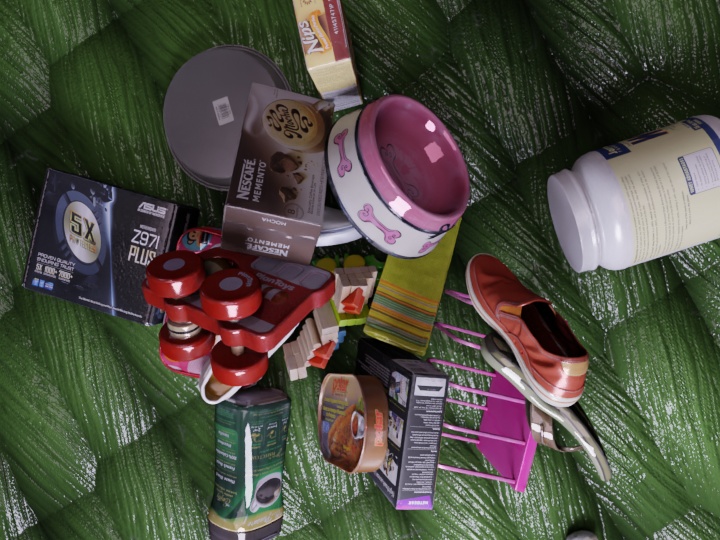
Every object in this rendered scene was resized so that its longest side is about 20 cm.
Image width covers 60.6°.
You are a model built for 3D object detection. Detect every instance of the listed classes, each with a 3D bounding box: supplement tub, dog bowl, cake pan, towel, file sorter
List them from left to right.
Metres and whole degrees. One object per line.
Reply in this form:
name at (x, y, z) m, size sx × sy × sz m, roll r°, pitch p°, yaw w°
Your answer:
cake pan at (-0.188, -0.216, 0.858) m, size 0.194 × 0.037 × 0.207 m, roll 0°, pitch 91°, yaw 6°
dog bowl at (0.054, -0.122, 0.752) m, size 0.073 × 0.198 × 0.204 m, roll -31°, pitch 89°, yaw 44°
towel at (0.071, 0.002, 0.801) m, size 0.084 × 0.018 × 0.205 m, roll 19°, pitch 68°, yaw -2°
file sorter at (0.147, 0.137, 0.766) m, size 0.122 × 0.139 × 0.206 m, roll 13°, pitch 93°, yaw -9°
supplement tub at (0.342, -0.087, 0.748) m, size 0.195 × 0.145 × 0.149 m, roll -18°, pitch 90°, yaw 6°

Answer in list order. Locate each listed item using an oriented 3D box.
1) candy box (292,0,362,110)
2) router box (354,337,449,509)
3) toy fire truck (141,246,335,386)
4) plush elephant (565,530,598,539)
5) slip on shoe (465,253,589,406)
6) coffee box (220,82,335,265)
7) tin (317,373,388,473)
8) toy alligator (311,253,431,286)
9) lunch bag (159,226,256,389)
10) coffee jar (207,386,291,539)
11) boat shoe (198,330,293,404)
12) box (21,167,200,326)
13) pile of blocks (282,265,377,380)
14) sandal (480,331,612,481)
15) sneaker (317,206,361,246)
candy box at (-0.038, -0.280, 0.757) m, size 0.054 × 0.200 × 0.119 m, roll -11°, pitch 91°, yaw 5°
router box at (0.038, 0.178, 0.764) m, size 0.050 × 0.199 × 0.154 m, roll 7°, pitch 93°, yaw -18°
toy fire truck at (-0.146, 0.026, 0.723) m, size 0.195 × 0.168 × 0.115 m, roll 17°, pitch 126°, yaw 26°
plush elephant at (0.256, 0.466, 0.768) m, size 0.160 × 0.155 × 0.206 m, roll -16°, pitch 90°, yaw 7°
slip on shoe at (0.174, 0.045, 0.647) m, size 0.072 × 0.202 × 0.062 m, roll -4°, pitch 131°, yaw -21°
coffee box at (-0.098, -0.119, 0.747) m, size 0.110 × 0.080 × 0.205 m, roll 12°, pitch 55°, yaw -11°
tin at (-0.013, 0.187, 0.776) m, size 0.041 × 0.199 × 0.116 m, roll 1°, pitch 82°, yaw -19°
toy alligator at (0.000, 0.000, 0.840) m, size 0.193 × 0.060 × 0.055 m, roll -6°, pitch 48°, yaw -1°
lunch bag at (-0.176, 0.051, 0.848) m, size 0.171 × 0.082 × 0.206 m, roll 12°, pitch 94°, yaw 2°
coffee jar at (-0.151, 0.268, 0.834) m, size 0.083 × 0.103 × 0.207 m, roll 6°, pitch 92°, yaw 36°
boat shoe at (-0.133, 0.084, 0.776) m, size 0.071 × 0.070 × 0.201 m, roll 43°, pitch 88°, yaw -12°
box at (-0.344, -0.033, 0.857) m, size 0.194 × 0.086 × 0.169 m, roll 16°, pitch 93°, yaw 6°
pile of blocks at (-0.034, 0.085, 0.814) m, size 0.080 × 0.063 × 0.202 m, roll 16°, pitch 123°, yaw -34°
sandal at (0.198, 0.151, 0.674) m, size 0.201 × 0.080 × 0.057 m, roll 44°, pitch 107°, yaw -1°
sneaker at (-0.088, -0.082, 0.826) m, size 0.193 × 0.074 × 0.073 m, roll 6°, pitch 118°, yaw 7°
